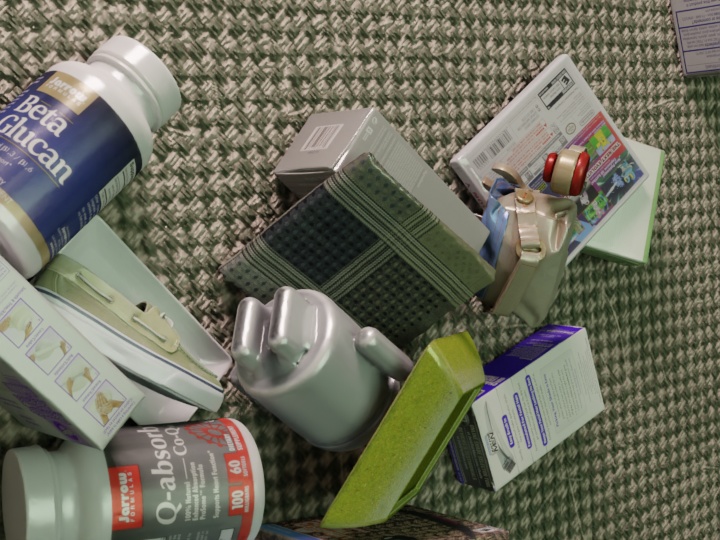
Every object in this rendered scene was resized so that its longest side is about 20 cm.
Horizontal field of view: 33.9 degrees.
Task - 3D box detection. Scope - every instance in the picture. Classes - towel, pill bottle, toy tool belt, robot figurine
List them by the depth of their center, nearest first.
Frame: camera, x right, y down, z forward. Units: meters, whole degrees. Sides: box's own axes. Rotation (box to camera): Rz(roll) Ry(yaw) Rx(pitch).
[{"bbox_3d":[-0.240,-0.098,0.955,0.200,0.111,0.111,-50,120,-26],"label":"pill bottle"},{"bbox_3d":[-0.192,0.189,0.996,0.200,0.116,0.116,-2,93,-29],"label":"pill bottle"},{"bbox_3d":[-0.037,0.095,1.093,0.200,0.169,0.113,47,41,-42],"label":"robot figurine"},{"bbox_3d":[0.000,0.000,1.130,0.192,0.035,0.200,-38,120,18],"label":"towel"},{"bbox_3d":[0.159,-0.046,1.239,0.125,0.123,0.200,-53,156,-56],"label":"toy tool belt"}]

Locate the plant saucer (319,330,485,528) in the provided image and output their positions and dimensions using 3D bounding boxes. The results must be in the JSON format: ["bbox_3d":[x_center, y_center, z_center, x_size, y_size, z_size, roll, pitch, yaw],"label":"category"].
[{"bbox_3d":[0.055,0.158,1.134,0.200,0.048,0.200,-60,168,7],"label":"plant saucer"}]

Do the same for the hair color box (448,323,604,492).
[{"bbox_3d":[0.184,0.151,1.339,0.200,0.065,0.110,-28,110,-37],"label":"hair color box"}]

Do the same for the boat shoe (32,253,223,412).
[{"bbox_3d":[-0.190,0.057,1.000,0.200,0.072,0.062,36,72,-31],"label":"boat shoe"}]

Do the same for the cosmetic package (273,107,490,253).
[{"bbox_3d":[0.024,-0.066,1.174,0.200,0.107,0.090,46,64,-29],"label":"cosmetic package"}]

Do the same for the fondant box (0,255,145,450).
[{"bbox_3d":[-0.279,0.049,0.908,0.200,0.144,0.058,49,63,-29],"label":"fondant box"}]

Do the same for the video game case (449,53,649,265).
[{"bbox_3d":[0.220,-0.116,1.348,0.200,0.023,0.182,-44,106,-21],"label":"video game case"}]

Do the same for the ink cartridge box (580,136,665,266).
[{"bbox_3d":[0.264,-0.098,1.405,0.200,0.048,0.146,15,82,-23],"label":"ink cartridge box"}]

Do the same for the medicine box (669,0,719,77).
[{"bbox_3d":[0.497,-0.372,1.545,0.182,0.103,0.200,-23,106,-36],"label":"medicine box"}]

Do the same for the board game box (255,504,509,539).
[{"bbox_3d":[0.020,0.299,1.151,0.200,0.159,0.097,1,90,-39],"label":"board game box"}]

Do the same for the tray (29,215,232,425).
[{"bbox_3d":[-0.207,0.055,1.045,0.107,0.022,0.200,-53,121,-24],"label":"tray"}]
